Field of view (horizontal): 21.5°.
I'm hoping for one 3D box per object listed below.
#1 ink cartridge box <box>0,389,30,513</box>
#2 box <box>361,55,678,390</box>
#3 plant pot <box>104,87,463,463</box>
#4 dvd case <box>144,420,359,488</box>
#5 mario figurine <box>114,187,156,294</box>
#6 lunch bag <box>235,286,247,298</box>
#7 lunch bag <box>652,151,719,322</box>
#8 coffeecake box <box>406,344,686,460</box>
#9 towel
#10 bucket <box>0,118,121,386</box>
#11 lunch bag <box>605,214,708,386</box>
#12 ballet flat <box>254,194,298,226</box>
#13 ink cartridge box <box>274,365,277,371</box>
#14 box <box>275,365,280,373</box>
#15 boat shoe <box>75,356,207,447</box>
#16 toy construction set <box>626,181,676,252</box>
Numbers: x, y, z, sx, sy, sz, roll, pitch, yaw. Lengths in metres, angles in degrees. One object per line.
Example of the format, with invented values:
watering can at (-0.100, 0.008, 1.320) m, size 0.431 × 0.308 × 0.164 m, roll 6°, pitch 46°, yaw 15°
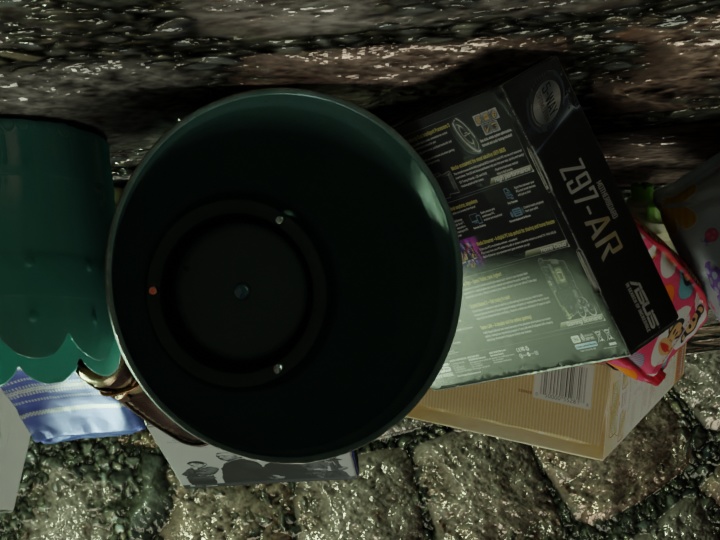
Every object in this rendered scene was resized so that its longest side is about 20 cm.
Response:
ink cartridge box at (-0.394, 0.111, 1.619) m, size 0.199 × 0.147 × 0.144 m, roll 16°, pitch -175°, yaw 35°
box at (0.073, -0.020, 1.081) m, size 0.043 × 0.161 × 0.199 m, roll -30°, pitch -174°, yaw -31°
plant pot at (-0.057, 0.007, 1.079) m, size 0.198 × 0.203 × 0.134 m, roll -2°, pitch 176°, yaw -17°
dvd case at (-0.080, 0.134, 1.480) m, size 0.148 × 0.025 × 0.200 m, roll -3°, pitch 159°, yaw 2°
mario figurine at (-0.121, -0.035, 1.286) m, size 0.198 × 0.106 × 0.124 m, roll -13°, pitch 139°, yaw -18°
lunch bag at (0.000, 0.000, 1.498) m, size 0.198 × 0.083 × 0.161 m, roll -6°, pitch 173°, yaw 15°
lunch bag at (0.296, -0.001, 1.279) m, size 0.127 × 0.171 × 0.200 m, roll -33°, pitch 164°, yaw 10°
coffeecake box at (0.141, 0.059, 1.393) m, size 0.152 × 0.074 × 0.200 m, roll 10°, pitch -162°, yaw 23°
towel at (-0.257, 0.052, 1.419) m, size 0.144 × 0.201 × 0.024 m, roll -8°, pitch -145°, yaw 47°
bucket at (-0.231, -0.004, 1.107) m, size 0.205 × 0.136 × 0.207 m, roll -4°, pitch 172°, yaw -1°
lunch bag at (0.124, -0.016, 1.213) m, size 0.176 × 0.082 × 0.200 m, roll 38°, pitch 179°, yaw 31°
ballet flat at (-0.047, -0.019, 1.231) m, size 0.056 × 0.067 × 0.201 m, roll 15°, pitch 143°, yaw 8°
ink cartridge box at (-0.128, 0.068, 1.551) m, size 0.146 × 0.083 × 0.200 m, roll 33°, pitch -179°, yaw 32°
box at (-0.008, 0.016, 1.319) m, size 0.041 × 0.120 × 0.200 m, roll 25°, pitch 152°, yaw -13°
boat shoe at (-0.173, 0.062, 1.328) m, size 0.072 × 0.200 × 0.072 m, roll -36°, pitch -162°, yaw 22°
toy construction set at (0.162, -0.022, 1.396) m, size 0.198 × 0.093 × 0.131 m, roll 7°, pitch -167°, yaw -24°
